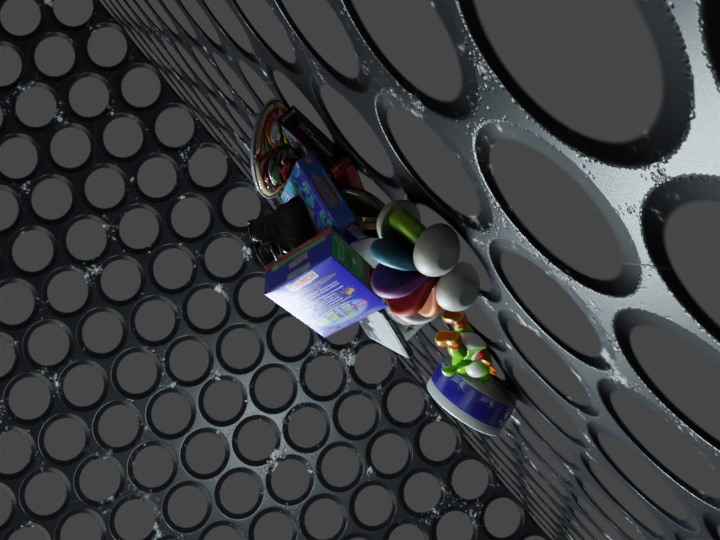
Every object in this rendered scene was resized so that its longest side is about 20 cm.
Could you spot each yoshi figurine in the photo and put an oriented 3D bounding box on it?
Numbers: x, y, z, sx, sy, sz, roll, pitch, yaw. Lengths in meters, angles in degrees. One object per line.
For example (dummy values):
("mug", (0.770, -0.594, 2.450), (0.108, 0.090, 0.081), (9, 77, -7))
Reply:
("yoshi figurine", (0.215, 0.172, 1.522), (0.201, 0.111, 0.113), (52, -172, -39))

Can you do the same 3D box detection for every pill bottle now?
("pill bottle", (0.106, 0.055, 1.490), (0.117, 0.116, 0.200), (48, 173, 1))

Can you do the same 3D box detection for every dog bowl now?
("dog bowl", (0.254, 0.284, 1.633), (0.197, 0.080, 0.200), (30, -170, -6))

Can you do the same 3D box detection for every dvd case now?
("dvd case", (0.041, 0.132, 1.779), (0.199, 0.025, 0.152), (20, 147, 57))

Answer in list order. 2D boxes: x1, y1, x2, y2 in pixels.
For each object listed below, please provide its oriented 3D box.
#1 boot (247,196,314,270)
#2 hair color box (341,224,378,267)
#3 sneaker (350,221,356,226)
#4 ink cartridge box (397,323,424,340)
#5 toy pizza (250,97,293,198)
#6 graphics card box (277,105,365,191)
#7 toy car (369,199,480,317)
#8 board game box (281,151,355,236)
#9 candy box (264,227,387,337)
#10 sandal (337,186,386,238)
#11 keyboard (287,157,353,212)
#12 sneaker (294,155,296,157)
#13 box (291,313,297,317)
("boot", (-0.146, -0.036, 1.431), (0.067, 0.129, 0.203), (20, 138, 59))
("hair color box", (0.000, 0.000, 1.540), (0.065, 0.107, 0.204), (40, 136, 43))
("sneaker", (0.029, -0.029, 1.636), (0.201, 0.091, 0.077), (52, 171, -19))
("ink cartridge box", (0.073, 0.084, 1.844), (0.201, 0.116, 0.068), (50, 170, -2))
("toy pizza", (-0.172, -0.250, 1.466), (0.031, 0.205, 0.201), (8, 159, 15))
("graphics card box", (-0.077, -0.227, 1.423), (0.200, 0.051, 0.126), (47, 173, 26))
("toy car", (0.086, -0.004, 1.160), (0.175, 0.149, 0.201), (41, 170, 50))
("board game box", (-0.090, -0.127, 1.423), (0.154, 0.044, 0.200), (57, 160, 4))
("candy box", (-0.066, 0.030, 1.401), (0.200, 0.167, 0.078), (41, -148, -43))
("sandal", (0.028, -0.083, 1.365), (0.200, 0.055, 0.081), (47, 151, -16))
("keyboard", (-0.061, -0.173, 1.498), (0.200, 0.021, 0.126), (45, -154, 22))
("sneaker", (-0.121, -0.216, 1.674), (0.115, 0.076, 0.199), (50, 177, -24))
("box", (-0.136, 0.016, 1.571), (0.135, 0.037, 0.204), (9, 126, 50))
